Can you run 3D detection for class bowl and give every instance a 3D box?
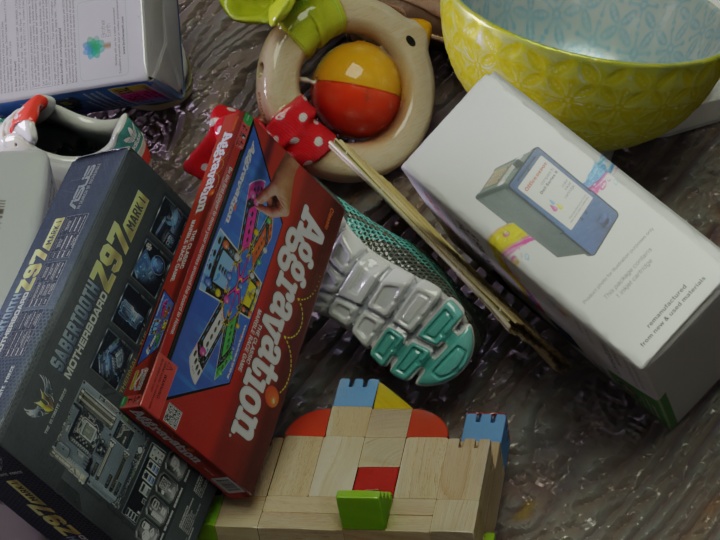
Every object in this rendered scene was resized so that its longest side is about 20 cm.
[{"bbox_3d":[0.141,-0.131,1.375,0.199,0.108,0.200,10,28,-5],"label":"bowl"}]

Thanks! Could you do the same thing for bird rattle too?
[{"bbox_3d":[-0.024,-0.122,1.395,0.163,0.113,0.201,9,74,-20],"label":"bird rattle"}]

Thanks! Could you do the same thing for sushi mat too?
[{"bbox_3d":[0.056,-0.010,1.318,0.012,0.096,0.200,-45,56,3],"label":"sushi mat"}]

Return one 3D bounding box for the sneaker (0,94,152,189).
[{"bbox_3d":[-0.236,-0.087,1.404,0.199,0.094,0.070,7,51,11],"label":"sneaker"}]

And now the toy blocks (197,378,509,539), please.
[{"bbox_3d":[0.005,0.122,1.217,0.199,0.100,0.137,-1,38,13],"label":"toy blocks"}]

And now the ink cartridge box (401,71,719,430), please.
[{"bbox_3d":[0.134,-0.011,1.247,0.088,0.145,0.200,-45,67,-3],"label":"ink cartridge box"}]

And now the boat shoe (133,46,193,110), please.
[{"bbox_3d":[-0.185,-0.198,1.508,0.075,0.069,0.200,-24,53,-17],"label":"boat shoe"}]

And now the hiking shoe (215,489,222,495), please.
[{"bbox_3d":[-0.129,0.087,1.275,0.100,0.076,0.200,-2,50,33],"label":"hiking shoe"}]

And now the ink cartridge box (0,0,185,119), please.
[{"bbox_3d":[-0.231,-0.176,1.440,0.199,0.076,0.137,-7,80,13],"label":"ink cartridge box"}]

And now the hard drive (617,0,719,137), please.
[{"bbox_3d":[0.234,-0.187,1.487,0.131,0.027,0.200,-17,51,-8],"label":"hard drive"}]

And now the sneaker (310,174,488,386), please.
[{"bbox_3d":[0.000,0.000,1.310,0.200,0.091,0.078,42,108,17],"label":"sneaker"}]

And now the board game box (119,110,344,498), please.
[{"bbox_3d":[-0.070,0.018,1.183,0.019,0.103,0.200,-8,51,37],"label":"board game box"}]

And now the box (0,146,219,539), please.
[{"bbox_3d":[-0.132,0.056,1.151,0.051,0.158,0.200,-9,49,37],"label":"box"}]

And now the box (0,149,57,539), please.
[{"bbox_3d":[-0.279,0.055,1.238,0.199,0.172,0.199,-2,50,5],"label":"box"}]

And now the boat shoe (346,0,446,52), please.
[{"bbox_3d":[0.020,-0.183,1.486,0.200,0.072,0.068,27,90,15],"label":"boat shoe"}]
